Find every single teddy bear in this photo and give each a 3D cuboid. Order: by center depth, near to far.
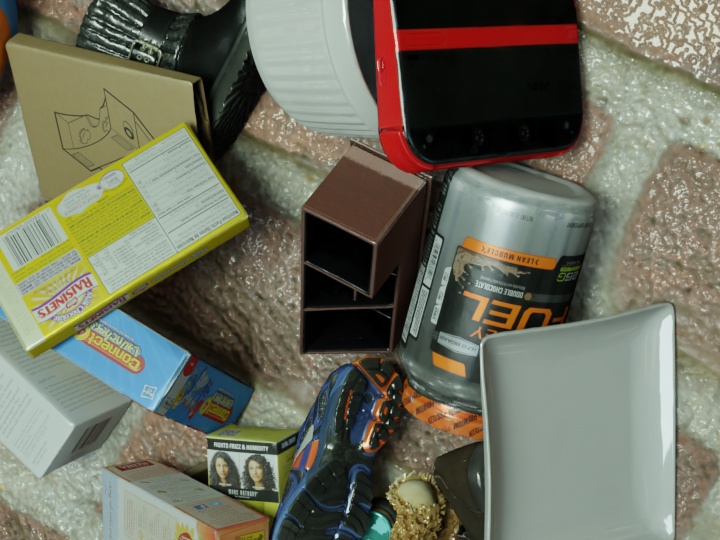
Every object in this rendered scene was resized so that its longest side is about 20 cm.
[{"bbox_3d":[0.058,0.264,1.163,0.067,0.144,0.201,-6,93,56],"label":"teddy bear"}]

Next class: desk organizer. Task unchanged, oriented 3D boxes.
[{"bbox_3d":[0.000,0.000,1.106,0.071,0.077,0.200,27,147,17],"label":"desk organizer"}]

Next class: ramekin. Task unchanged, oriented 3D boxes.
[{"bbox_3d":[0.001,-0.195,1.071,0.105,0.200,0.201,0,99,34],"label":"ramekin"}]

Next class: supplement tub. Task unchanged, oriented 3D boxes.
[{"bbox_3d":[0.102,0.022,1.100,0.122,0.122,0.201,19,106,19],"label":"supplement tub"}]

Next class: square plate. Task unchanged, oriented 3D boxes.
[{"bbox_3d":[0.164,0.133,1.074,0.028,0.197,0.201,10,105,55],"label":"square plate"}]

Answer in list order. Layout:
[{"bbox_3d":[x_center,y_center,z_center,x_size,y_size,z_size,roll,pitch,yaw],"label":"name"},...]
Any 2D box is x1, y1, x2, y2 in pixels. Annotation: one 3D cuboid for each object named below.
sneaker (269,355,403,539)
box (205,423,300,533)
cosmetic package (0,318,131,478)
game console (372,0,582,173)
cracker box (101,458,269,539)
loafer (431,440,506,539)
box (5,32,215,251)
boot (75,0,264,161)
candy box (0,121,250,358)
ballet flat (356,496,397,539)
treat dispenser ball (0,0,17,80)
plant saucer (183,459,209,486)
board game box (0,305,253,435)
[{"bbox_3d":[-0.026,0.167,1.182,0.075,0.078,0.201,29,79,-21],"label":"sneaker"},{"bbox_3d":[-0.089,0.237,1.224,0.075,0.050,0.201,3,100,24],"label":"box"},{"bbox_3d":[-0.321,0.089,1.299,0.200,0.101,0.071,42,112,12],"label":"cosmetic package"},{"bbox_3d":[0.089,-0.166,1.042,0.031,0.199,0.178,0,98,50],"label":"game console"},{"bbox_3d":[-0.152,0.252,1.202,0.200,0.057,0.135,14,106,51],"label":"cracker box"},{"bbox_3d":[0.118,0.204,1.128,0.071,0.073,0.200,4,133,41],"label":"loafer"},{"bbox_3d":[-0.211,-0.112,1.215,0.199,0.021,0.164,17,132,27],"label":"box"},{"bbox_3d":[-0.145,-0.210,1.188,0.158,0.079,0.212,39,111,12],"label":"boot"},{"bbox_3d":[-0.196,-0.026,1.105,0.199,0.026,0.102,-31,72,-8],"label":"candy box"},{"bbox_3d":[0.011,0.293,1.210,0.068,0.068,0.201,12,94,16],"label":"ballet flat"},{"bbox_3d":[-0.401,-0.221,1.227,0.200,0.201,0.202,4,100,22],"label":"treat dispenser ball"},{"bbox_3d":[-0.099,0.263,1.275,0.199,0.029,0.201,4,101,22],"label":"plant saucer"},{"bbox_3d":[-0.208,0.061,1.194,0.199,0.196,0.056,29,83,16],"label":"board game box"}]
